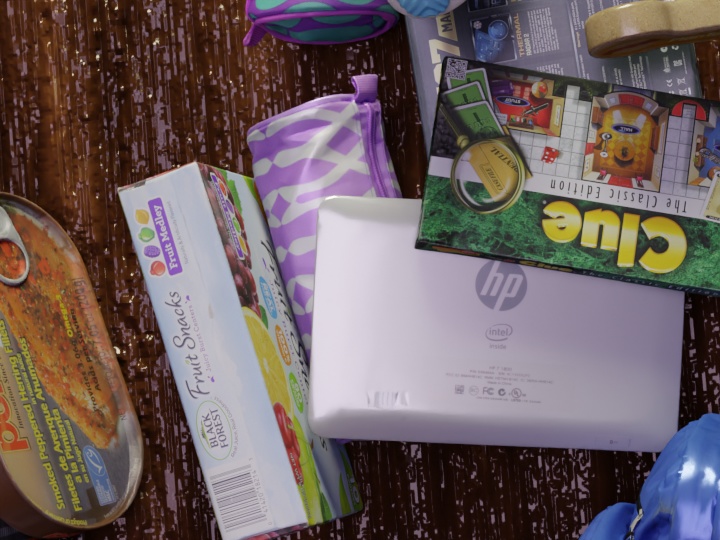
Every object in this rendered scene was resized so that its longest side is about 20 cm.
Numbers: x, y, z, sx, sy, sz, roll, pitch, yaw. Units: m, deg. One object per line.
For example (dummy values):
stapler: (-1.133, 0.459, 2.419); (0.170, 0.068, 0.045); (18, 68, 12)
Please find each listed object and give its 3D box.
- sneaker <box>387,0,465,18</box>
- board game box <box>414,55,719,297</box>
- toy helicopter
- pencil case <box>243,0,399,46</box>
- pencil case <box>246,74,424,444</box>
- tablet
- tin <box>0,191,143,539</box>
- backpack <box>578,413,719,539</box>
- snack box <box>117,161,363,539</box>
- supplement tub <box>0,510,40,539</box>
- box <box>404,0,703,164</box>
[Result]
sneaker: (0.047, -0.196, 1.178); (0.076, 0.081, 0.200); (-4, 44, 12)
board game box: (0.134, -0.047, 1.166); (0.200, 0.023, 0.105); (9, 82, -3)
toy helicopter: (0.216, -0.137, 1.144); (0.200, 0.132, 0.079); (-10, 85, -13)
pencil case: (-0.029, -0.230, 1.239); (0.092, 0.085, 0.200); (-5, 87, 10)
pencil case: (0.000, 0.000, 1.221); (0.085, 0.084, 0.200); (-23, 83, 43)
tablet: (0.074, 0.029, 1.173); (0.200, 0.014, 0.130); (3, 90, -4)
tin: (-0.190, 0.054, 1.239); (0.042, 0.112, 0.200); (-23, 82, 32)
backpack: (0.186, 0.174, 1.122); (0.168, 0.163, 0.200); (10, 103, 9)
snack box: (-0.063, 0.047, 1.201); (0.053, 0.142, 0.200); (-18, 85, 9)
supplement tub: (-0.249, 0.120, 1.248); (0.107, 0.107, 0.200); (-21, 84, 8)
box: (0.113, -0.085, 1.223); (0.157, 0.051, 0.200); (-10, 86, 8)
